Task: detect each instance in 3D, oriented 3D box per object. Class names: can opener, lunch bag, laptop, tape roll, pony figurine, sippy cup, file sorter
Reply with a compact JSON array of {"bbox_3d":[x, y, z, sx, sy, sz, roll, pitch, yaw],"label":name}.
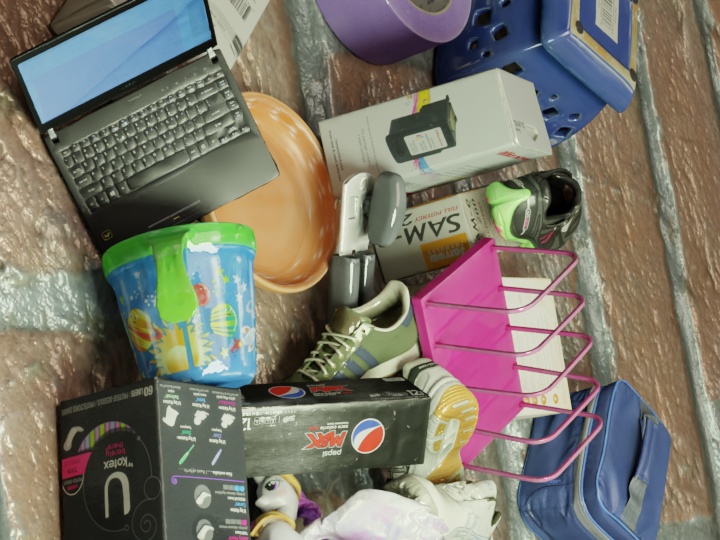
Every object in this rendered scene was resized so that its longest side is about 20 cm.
[{"bbox_3d":[0.000,0.000,1.701,0.052,0.066,0.202,-12,113,-52],"label":"can opener"},{"bbox_3d":[0.279,0.223,1.966,0.136,0.132,0.201,44,46,-33],"label":"lunch bag"},{"bbox_3d":[-0.178,-0.127,1.465,0.176,0.103,0.201,-28,103,-10],"label":"laptop"},{"bbox_3d":[0.032,-0.335,1.901,0.199,0.085,0.201,24,58,-45],"label":"tape roll"},{"bbox_3d":[-0.040,0.260,1.532,0.192,0.167,0.200,31,30,-10],"label":"pony figurine"},{"bbox_3d":[-0.146,0.040,1.478,0.177,0.139,0.131,6,68,-53],"label":"sippy cup"},{"bbox_3d":[0.156,0.091,1.713,0.139,0.125,0.201,-38,124,-44],"label":"file sorter"}]

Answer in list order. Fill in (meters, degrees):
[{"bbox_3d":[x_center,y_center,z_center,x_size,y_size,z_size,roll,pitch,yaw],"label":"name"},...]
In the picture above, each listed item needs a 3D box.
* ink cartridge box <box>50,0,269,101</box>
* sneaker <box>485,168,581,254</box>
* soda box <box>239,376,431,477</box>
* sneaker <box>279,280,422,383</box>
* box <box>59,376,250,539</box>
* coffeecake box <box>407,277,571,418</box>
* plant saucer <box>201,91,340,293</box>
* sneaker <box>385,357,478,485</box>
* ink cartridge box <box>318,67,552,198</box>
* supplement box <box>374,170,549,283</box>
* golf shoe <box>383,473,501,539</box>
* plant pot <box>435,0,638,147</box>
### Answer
[{"bbox_3d":[-0.179,-0.245,1.594,0.146,0.084,0.201,51,43,-28],"label":"ink cartridge box"},{"bbox_3d":[0.198,-0.062,1.788,0.200,0.083,0.077,-2,75,-67],"label":"sneaker"},{"bbox_3d":[-0.038,0.141,1.565,0.199,0.063,0.071,-1,106,-26],"label":"soda box"},{"bbox_3d":[-0.021,0.075,1.642,0.200,0.067,0.090,-29,130,-35],"label":"sneaker"},{"bbox_3d":[-0.167,0.199,1.409,0.106,0.122,0.202,13,66,-50],"label":"box"},{"bbox_3d":[0.140,0.088,1.886,0.199,0.073,0.155,2,77,-52],"label":"coffeecake box"},{"bbox_3d":[-0.096,-0.073,1.676,0.200,0.037,0.202,25,57,-46],"label":"plant saucer"},{"bbox_3d":[0.057,0.173,1.701,0.075,0.201,0.088,-9,41,-36],"label":"sneaker"},{"bbox_3d":[0.079,-0.135,1.763,0.146,0.199,0.083,1,74,-70],"label":"ink cartridge box"},{"bbox_3d":[0.119,-0.049,1.870,0.200,0.125,0.074,-17,91,-54],"label":"supplement box"},{"bbox_3d":[0.084,0.224,1.651,0.078,0.097,0.200,44,-9,27],"label":"golf shoe"},{"bbox_3d":[0.220,-0.280,2.043,0.200,0.179,0.201,32,53,-40],"label":"plant pot"}]
